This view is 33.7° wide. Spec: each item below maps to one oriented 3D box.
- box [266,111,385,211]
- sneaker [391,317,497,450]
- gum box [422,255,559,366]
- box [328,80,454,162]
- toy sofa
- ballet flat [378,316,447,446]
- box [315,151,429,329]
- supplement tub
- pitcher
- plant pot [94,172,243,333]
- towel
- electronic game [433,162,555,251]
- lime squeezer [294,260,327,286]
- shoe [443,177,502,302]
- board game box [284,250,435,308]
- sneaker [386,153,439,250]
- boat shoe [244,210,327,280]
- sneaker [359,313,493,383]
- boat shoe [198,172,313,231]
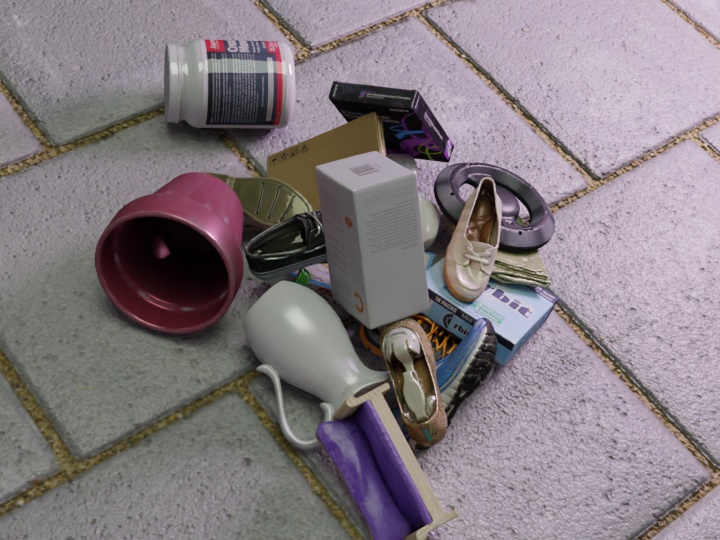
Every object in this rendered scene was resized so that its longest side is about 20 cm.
[{"bbox_3d":[-0.051,-0.135,1.780,0.199,0.021,0.164,-20,58,23],"label":"box"},{"bbox_3d":[0.108,0.142,1.616,0.089,0.079,0.200,38,91,27],"label":"sneaker"},{"bbox_3d":[0.180,0.043,1.734,0.169,0.045,0.200,33,30,14],"label":"gum box"},{"bbox_3d":[0.050,-0.230,1.849,0.142,0.200,0.036,10,73,25],"label":"box"},{"bbox_3d":[0.030,0.256,1.513,0.097,0.083,0.201,-23,77,-22],"label":"toy sofa"},{"bbox_3d":[0.068,0.132,1.566,0.070,0.065,0.201,-23,61,5],"label":"ballet flat"},{"bbox_3d":[0.017,-0.043,1.610,0.097,0.201,0.124,-17,26,-21],"label":"box"},{"bbox_3d":[-0.211,-0.298,1.903,0.199,0.141,0.141,-1,52,-14],"label":"supplement tub"},{"bbox_3d":[-0.081,0.127,1.614,0.200,0.121,0.171,45,64,8],"label":"pitcher"},{"bbox_3d":[-0.248,-0.040,1.668,0.199,0.201,0.179,17,34,2],"label":"plant pot"},{"bbox_3d":[0.202,-0.042,1.809,0.147,0.037,0.200,14,31,-18],"label":"towel"},{"bbox_3d":[0.206,-0.100,1.826,0.199,0.042,0.201,14,39,-12],"label":"electronic game"},{"bbox_3d":[-0.066,0.014,1.717,0.199,0.038,0.071,-32,108,-14],"label":"lime squeezer"},{"bbox_3d":[0.164,-0.047,1.697,0.069,0.053,0.201,15,57,-1],"label":"shoe"},{"bbox_3d":[0.000,0.000,1.779,0.199,0.034,0.135,20,50,3],"label":"board game box"},{"bbox_3d":[0.061,-0.108,1.850,0.080,0.071,0.201,7,42,-31],"label":"sneaker"},{"bbox_3d":[-0.070,-0.048,1.674,0.199,0.071,0.072,-29,64,-3],"label":"boat shoe"},{"bbox_3d":[0.096,0.106,1.688,0.199,0.077,0.079,21,49,3],"label":"sneaker"},{"bbox_3d":[-0.159,-0.097,1.774,0.199,0.068,0.075,17,72,16],"label":"boat shoe"}]
